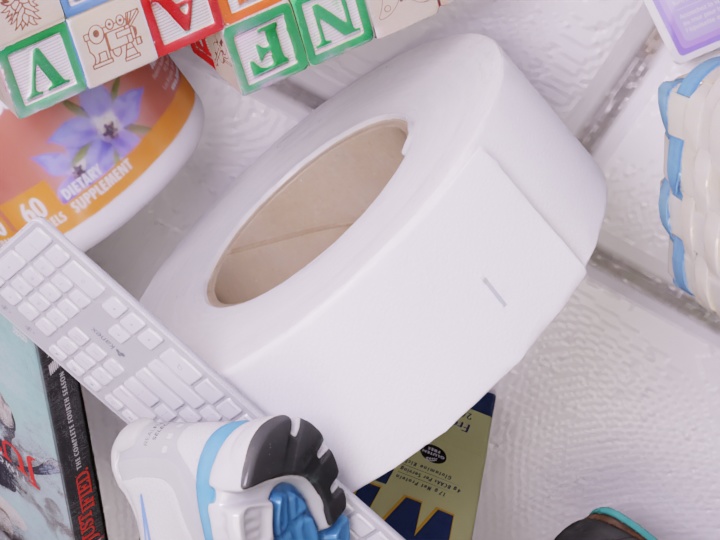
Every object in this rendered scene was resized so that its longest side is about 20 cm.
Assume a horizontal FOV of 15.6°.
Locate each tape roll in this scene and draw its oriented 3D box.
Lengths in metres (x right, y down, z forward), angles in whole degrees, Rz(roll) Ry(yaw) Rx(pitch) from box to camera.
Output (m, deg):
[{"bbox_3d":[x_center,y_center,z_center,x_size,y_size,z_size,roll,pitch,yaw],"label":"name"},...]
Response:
[{"bbox_3d":[0.000,0.000,1.030,0.202,0.203,0.071,-32,111,26],"label":"tape roll"}]

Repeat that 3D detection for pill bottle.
[{"bbox_3d":[-0.160,-0.105,1.045,0.112,0.112,0.200,-27,114,24],"label":"pill bottle"}]

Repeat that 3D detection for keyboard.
[{"bbox_3d":[-0.057,0.057,0.961,0.200,0.011,0.056,42,143,-12],"label":"keyboard"}]

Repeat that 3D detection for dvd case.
[{"bbox_3d":[-0.167,0.048,1.121,0.146,0.022,0.201,36,150,28],"label":"dvd case"}]

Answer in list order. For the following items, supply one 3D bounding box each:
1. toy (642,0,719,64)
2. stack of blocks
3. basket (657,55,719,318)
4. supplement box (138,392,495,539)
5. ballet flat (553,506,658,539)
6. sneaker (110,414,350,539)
[{"bbox_3d":[0.129,-0.175,0.988,0.115,0.047,0.201,-22,116,20],"label":"toy"},{"bbox_3d":[-0.056,-0.129,0.981,0.199,0.059,0.116,-25,120,-16],"label":"stack of blocks"},{"bbox_3d":[0.217,-0.022,0.944,0.175,0.200,0.140,-18,112,-26],"label":"basket"},{"bbox_3d":[-0.042,0.163,1.142,0.133,0.200,0.201,18,124,-2],"label":"supplement box"},{"bbox_3d":[0.162,0.182,1.137,0.199,0.069,0.068,30,153,10],"label":"ballet flat"},{"bbox_3d":[-0.043,0.131,0.975,0.086,0.075,0.201,10,126,33],"label":"sneaker"}]
